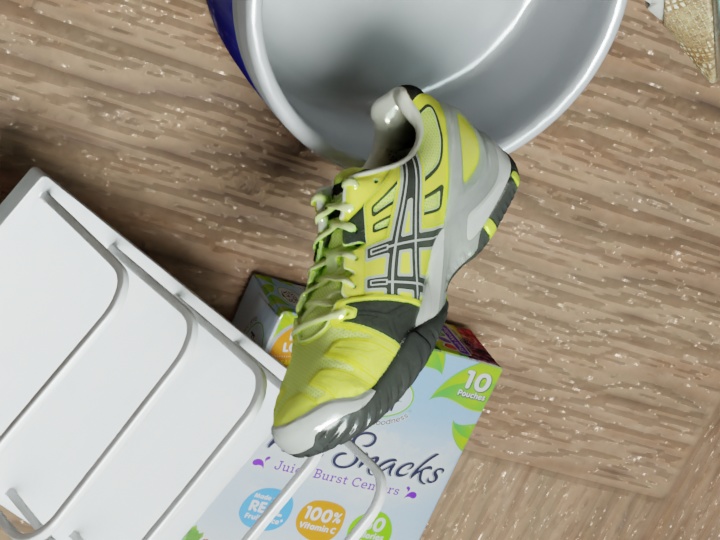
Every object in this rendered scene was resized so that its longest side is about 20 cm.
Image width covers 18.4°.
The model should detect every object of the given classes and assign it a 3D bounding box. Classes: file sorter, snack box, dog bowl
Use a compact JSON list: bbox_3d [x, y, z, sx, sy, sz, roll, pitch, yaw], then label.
[{"bbox_3d":[-0.108,0.078,1.041,0.139,0.125,0.200,-50,127,-2],"label":"file sorter"},{"bbox_3d":[-0.029,0.113,1.213,0.142,0.053,0.200,15,110,-30],"label":"snack box"},{"bbox_3d":[0.027,-0.149,1.078,0.200,0.079,0.200,-11,121,-19],"label":"dog bowl"}]

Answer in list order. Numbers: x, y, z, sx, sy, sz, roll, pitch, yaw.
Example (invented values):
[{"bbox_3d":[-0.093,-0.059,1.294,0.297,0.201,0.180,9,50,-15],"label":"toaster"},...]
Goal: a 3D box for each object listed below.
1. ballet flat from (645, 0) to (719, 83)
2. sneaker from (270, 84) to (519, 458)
[{"bbox_3d":[0.157,-0.188,1.134,0.065,0.071,0.200,-2,119,8],"label":"ballet flat"},{"bbox_3d":[0.000,0.000,1.021,0.076,0.075,0.200,44,51,-21],"label":"sneaker"}]
